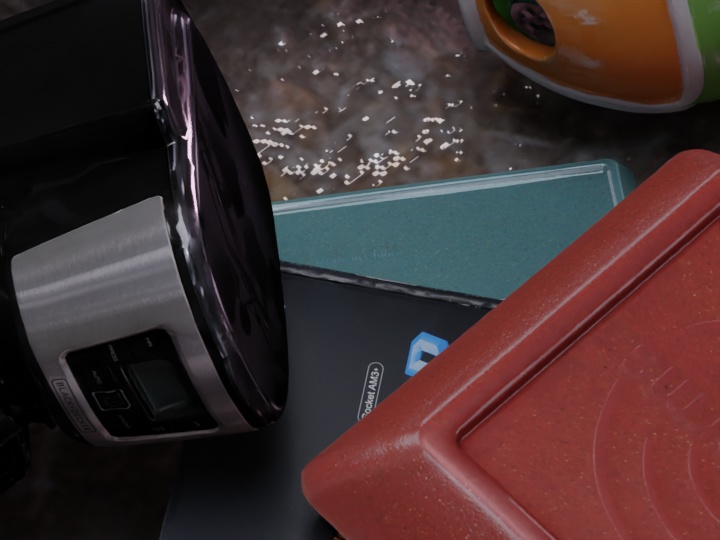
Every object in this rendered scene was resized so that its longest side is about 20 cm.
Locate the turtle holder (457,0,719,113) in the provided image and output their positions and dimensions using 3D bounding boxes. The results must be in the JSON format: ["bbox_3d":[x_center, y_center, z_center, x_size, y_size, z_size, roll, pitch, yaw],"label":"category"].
[{"bbox_3d":[0.097,-0.142,1.020,0.132,0.141,0.186,-9,67,11],"label":"turtle holder"}]

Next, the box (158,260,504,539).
[{"bbox_3d":[0.016,0.098,0.902,0.159,0.046,0.200,10,55,5],"label":"box"}]

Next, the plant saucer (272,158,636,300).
[{"bbox_3d":[0.000,0.000,1.002,0.200,0.019,0.070,-7,54,-1],"label":"plant saucer"}]

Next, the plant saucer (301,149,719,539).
[{"bbox_3d":[0.119,0.066,0.885,0.200,0.037,0.200,42,58,14],"label":"plant saucer"}]

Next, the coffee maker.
[{"bbox_3d":[-0.134,-0.016,0.894,0.200,0.135,0.192,-17,71,6],"label":"coffee maker"}]
